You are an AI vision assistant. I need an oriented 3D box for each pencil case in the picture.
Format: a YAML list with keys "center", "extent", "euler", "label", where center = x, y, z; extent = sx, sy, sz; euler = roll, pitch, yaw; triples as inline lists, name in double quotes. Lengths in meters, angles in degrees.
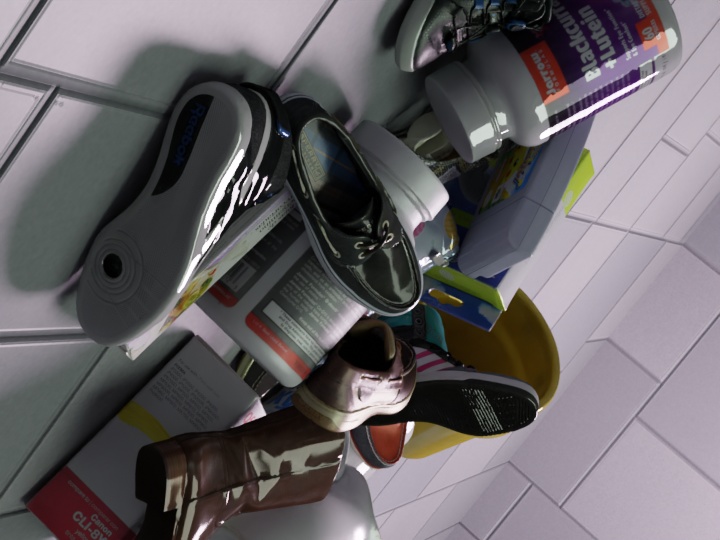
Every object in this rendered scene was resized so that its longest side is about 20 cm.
- center: [0.000, 0.000, 1.325]
  extent: [0.200, 0.091, 0.083]
  euler: [-38, -172, -29]
  label: "pencil case"

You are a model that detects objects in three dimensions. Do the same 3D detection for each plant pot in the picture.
- center: [0.096, 0.119, 1.697]
  extent: [0.201, 0.201, 0.189]
  euler: [-30, 171, -49]
  label: "plant pot"

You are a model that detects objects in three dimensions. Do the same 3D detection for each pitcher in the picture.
- center: [-0.067, 0.220, 1.338]
  extent: [0.200, 0.121, 0.172]
  euler: [-11, 95, -55]
  label: "pitcher"

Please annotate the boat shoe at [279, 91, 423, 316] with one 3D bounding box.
- center: [-0.008, -0.040, 1.072]
  extent: [0.069, 0.057, 0.200]
  euler: [-38, 118, -10]
  label: "boat shoe"

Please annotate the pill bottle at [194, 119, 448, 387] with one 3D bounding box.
- center: [-0.029, -0.015, 1.168]
  extent: [0.200, 0.116, 0.116]
  euler: [-47, 164, -6]
  label: "pill bottle"

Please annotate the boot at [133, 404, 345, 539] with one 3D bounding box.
- center: [-0.096, 0.204, 1.213]
  extent: [0.200, 0.064, 0.187]
  euler: [-10, 118, -44]
  label: "boot"

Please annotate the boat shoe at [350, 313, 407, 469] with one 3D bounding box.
- center: [0.025, 0.101, 1.468]
  extent: [0.071, 0.062, 0.201]
  euler: [-2, 90, -44]
  label: "boat shoe"

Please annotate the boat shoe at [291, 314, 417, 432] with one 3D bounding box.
- center: [0.009, 0.076, 1.236]
  extent: [0.072, 0.072, 0.200]
  euler: [-63, 162, 18]
  label: "boat shoe"

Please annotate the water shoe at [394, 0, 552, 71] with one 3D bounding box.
- center: [0.111, -0.217, 1.152]
  extent: [0.200, 0.079, 0.072]
  euler: [-44, 163, -16]
  label: "water shoe"

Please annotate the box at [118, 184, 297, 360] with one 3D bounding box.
- center: [-0.112, -0.019, 1.081]
  extent: [0.200, 0.041, 0.039]
  euler: [-45, 164, -17]
  label: "box"

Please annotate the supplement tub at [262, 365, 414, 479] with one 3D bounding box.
- center: [-0.053, 0.182, 1.519]
  extent: [0.200, 0.132, 0.132]
  euler: [-37, 160, -39]
  label: "supplement tub"

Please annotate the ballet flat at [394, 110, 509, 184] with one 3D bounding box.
- center: [0.081, -0.120, 1.319]
  extent: [0.200, 0.072, 0.072]
  euler: [-33, 157, -48]
  label: "ballet flat"

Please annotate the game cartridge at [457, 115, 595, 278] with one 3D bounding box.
- center: [0.157, -0.094, 1.332]
  extent: [0.133, 0.040, 0.201]
  euler: [-26, -143, 65]
  label: "game cartridge"

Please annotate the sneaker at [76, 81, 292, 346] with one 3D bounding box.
- center: [-0.107, -0.034, 0.998]
  extent: [0.200, 0.073, 0.112]
  euler: [-57, 161, 19]
  label: "sneaker"

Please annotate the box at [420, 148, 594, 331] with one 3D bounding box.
- center: [0.125, -0.050, 1.424]
  extent: [0.200, 0.122, 0.048]
  euler: [-55, 149, -20]
  label: "box"

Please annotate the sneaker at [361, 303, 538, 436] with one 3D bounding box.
- center: [0.075, 0.089, 1.379]
  extent: [0.121, 0.199, 0.084]
  euler: [-70, 157, -44]
  label: "sneaker"

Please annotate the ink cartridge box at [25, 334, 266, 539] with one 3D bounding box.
- center: [-0.173, 0.170, 1.261]
  extent: [0.200, 0.083, 0.145]
  euler: [-46, 164, -13]
  label: "ink cartridge box"

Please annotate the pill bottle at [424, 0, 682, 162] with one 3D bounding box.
- center: [0.159, -0.173, 1.238]
  extent: [0.200, 0.112, 0.111]
  euler: [-29, 161, -6]
  label: "pill bottle"

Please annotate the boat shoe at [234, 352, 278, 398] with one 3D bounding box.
- center: [-0.037, 0.054, 1.388]
  extent: [0.201, 0.066, 0.072]
  euler: [-47, 164, -9]
  label: "boat shoe"
